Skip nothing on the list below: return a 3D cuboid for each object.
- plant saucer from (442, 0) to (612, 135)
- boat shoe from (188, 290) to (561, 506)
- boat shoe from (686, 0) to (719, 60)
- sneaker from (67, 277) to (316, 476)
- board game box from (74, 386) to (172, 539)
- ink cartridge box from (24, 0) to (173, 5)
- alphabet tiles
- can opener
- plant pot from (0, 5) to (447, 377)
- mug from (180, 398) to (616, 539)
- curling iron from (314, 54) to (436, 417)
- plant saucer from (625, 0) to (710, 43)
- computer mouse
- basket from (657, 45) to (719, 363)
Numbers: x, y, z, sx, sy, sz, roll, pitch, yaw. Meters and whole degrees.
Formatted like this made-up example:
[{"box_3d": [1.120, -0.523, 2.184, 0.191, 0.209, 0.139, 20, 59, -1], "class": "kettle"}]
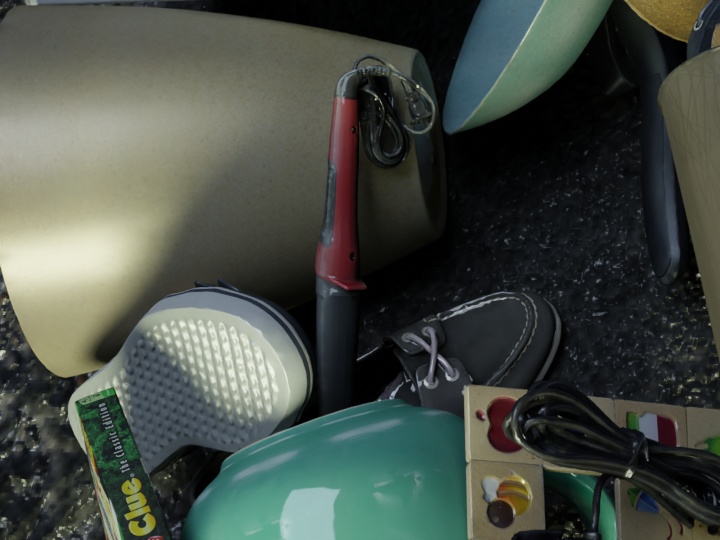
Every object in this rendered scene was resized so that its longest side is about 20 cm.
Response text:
[{"box_3d": [0.101, -0.150, 1.239, 0.202, 0.038, 0.201, -62, 9, 18], "class": "plant saucer"}, {"box_3d": [0.006, 0.071, 1.213, 0.200, 0.057, 0.067, -36, 51, 9], "class": "boat shoe"}, {"box_3d": [0.224, -0.136, 1.156, 0.200, 0.075, 0.062, -36, 19, -27], "class": "boat shoe"}, {"box_3d": [-0.064, 0.041, 1.164, 0.079, 0.079, 0.200, -33, 5, -32], "class": "sneaker"}, {"box_3d": [-0.092, 0.154, 1.144, 0.023, 0.201, 0.105, -19, 51, -12], "class": "board game box"}, {"box_3d": [-0.048, -0.172, 1.317, 0.199, 0.173, 0.044, 1, 106, 32], "class": "ink cartridge box"}, {"box_3d": [0.123, 0.151, 1.052, 0.008, 0.166, 0.201, 131, 143, -63], "class": "alphabet tiles"}, {"box_3d": [0.155, -0.079, 1.216, 0.063, 0.079, 0.201, 0, 60, -13], "class": "can opener"}, {"box_3d": [-0.062, -0.051, 1.262, 0.198, 0.188, 0.188, -6, 60, 12], "class": "plant pot"}, {"box_3d": [0.007, 0.123, 1.118, 0.152, 0.184, 0.115, -28, 77, 36], "class": "mug"}, {"box_3d": [0.000, 0.000, 1.181, 0.049, 0.026, 0.202, 8, 89, -11], "class": "curling iron"}, {"box_3d": [0.171, -0.205, 1.173, 0.035, 0.200, 0.201, 2, 65, 46], "class": "plant saucer"}, {"box_3d": [0.096, 0.155, 1.018, 0.046, 0.140, 0.201, -18, 59, 51], "class": "computer mouse"}, {"box_3d": [0.216, 0.020, 1.062, 0.136, 0.179, 0.201, -36, 51, 56], "class": "basket"}]
